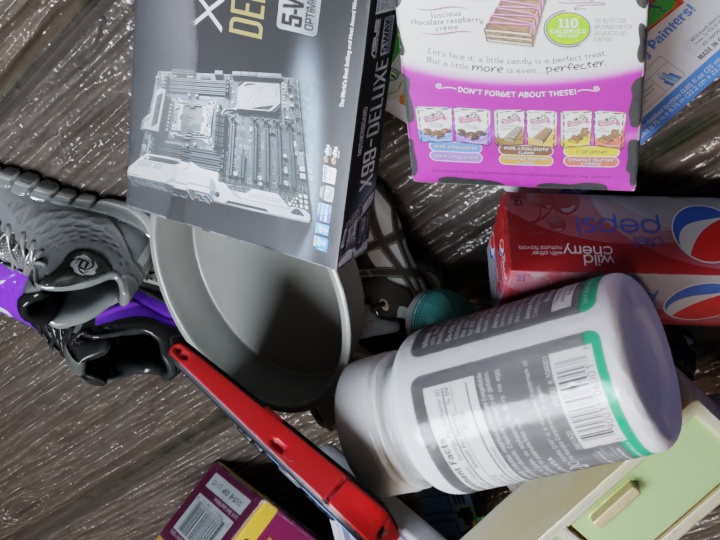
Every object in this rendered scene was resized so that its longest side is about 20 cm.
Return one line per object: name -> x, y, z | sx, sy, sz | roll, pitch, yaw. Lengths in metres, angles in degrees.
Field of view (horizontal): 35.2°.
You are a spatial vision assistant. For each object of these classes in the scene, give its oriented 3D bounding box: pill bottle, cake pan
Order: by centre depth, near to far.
pill bottle -> 0.091, 0.080, 0.725 | 0.200, 0.113, 0.113 | -17, 126, 28
cake pan -> -0.073, 0.007, 0.822 | 0.200, 0.037, 0.200 | 23, 127, 34

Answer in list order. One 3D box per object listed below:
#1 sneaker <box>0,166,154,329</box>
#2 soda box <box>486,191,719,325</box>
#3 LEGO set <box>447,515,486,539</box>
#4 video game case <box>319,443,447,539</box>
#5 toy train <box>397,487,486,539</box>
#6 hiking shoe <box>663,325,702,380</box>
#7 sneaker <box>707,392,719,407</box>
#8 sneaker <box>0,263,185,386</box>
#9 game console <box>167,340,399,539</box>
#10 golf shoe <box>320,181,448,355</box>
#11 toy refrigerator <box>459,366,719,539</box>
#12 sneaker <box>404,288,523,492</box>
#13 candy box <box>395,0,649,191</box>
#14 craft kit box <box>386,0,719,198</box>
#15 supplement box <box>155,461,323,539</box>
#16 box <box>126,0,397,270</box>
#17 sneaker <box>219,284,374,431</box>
sneaker -> -0.259, -0.014, 0.869 | 0.200, 0.116, 0.075 | 9, 134, 6
soda box -> 0.188, -0.006, 0.753 | 0.200, 0.063, 0.070 | 1, 149, -3
LEGO set -> 0.133, 0.269, 0.911 | 0.154, 0.116, 0.200 | 6, 156, -21
video game case -> 0.032, 0.256, 0.919 | 0.200, 0.023, 0.182 | 28, 135, 56
toy train -> 0.064, 0.231, 1.039 | 0.114, 0.087, 0.200 | -7, 131, 14
hiking shoe -> 0.176, 0.102, 0.870 | 0.076, 0.101, 0.200 | 31, 133, -14
sneaker -> 0.326, 0.086, 0.815 | 0.200, 0.075, 0.115 | 0, 132, -14
sneaker -> -0.226, 0.042, 0.923 | 0.200, 0.100, 0.070 | 12, 133, 4
game console -> -0.050, 0.131, 0.787 | 0.177, 0.031, 0.200 | 36, 168, 15
golf shoe -> 0.000, 0.000, 0.828 | 0.078, 0.095, 0.200 | -26, 120, 35
toy refrigerator -> 0.165, 0.161, 0.767 | 0.076, 0.070, 0.200 | 41, 103, -19
sneaker -> 0.114, 0.091, 0.822 | 0.200, 0.071, 0.080 | 53, 148, -14
candy box -> 0.092, -0.142, 0.632 | 0.136, 0.061, 0.200 | 4, 134, 13
craft kit box -> 0.105, -0.146, 0.695 | 0.197, 0.049, 0.200 | 30, 133, -17
supplement box -> -0.077, 0.291, 1.082 | 0.200, 0.103, 0.131 | 44, 166, -26
box -> -0.062, -0.118, 0.691 | 0.158, 0.050, 0.200 | 17, 115, 20
sneaker -> -0.030, 0.075, 0.906 | 0.200, 0.092, 0.076 | 33, 134, -13
